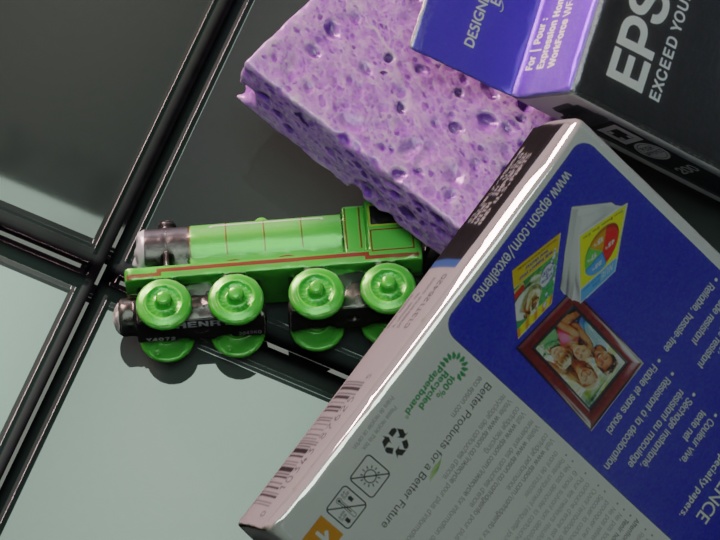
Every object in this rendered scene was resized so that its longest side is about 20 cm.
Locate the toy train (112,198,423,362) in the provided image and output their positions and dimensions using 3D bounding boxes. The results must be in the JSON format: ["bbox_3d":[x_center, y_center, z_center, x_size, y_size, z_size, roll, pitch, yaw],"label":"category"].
[{"bbox_3d":[0.000,0.000,0.992,0.199,0.042,0.057,-4,62,-3],"label":"toy train"}]

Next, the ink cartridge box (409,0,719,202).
[{"bbox_3d":[0.138,-0.136,0.999,0.199,0.043,0.199,24,71,-19],"label":"ink cartridge box"}]

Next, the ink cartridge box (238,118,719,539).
[{"bbox_3d":[0.088,0.081,0.948,0.200,0.047,0.198,43,73,-18],"label":"ink cartridge box"}]

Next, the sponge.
[{"bbox_3d":[0.055,-0.106,1.013,0.111,0.030,0.200,38,63,10],"label":"sponge"}]
